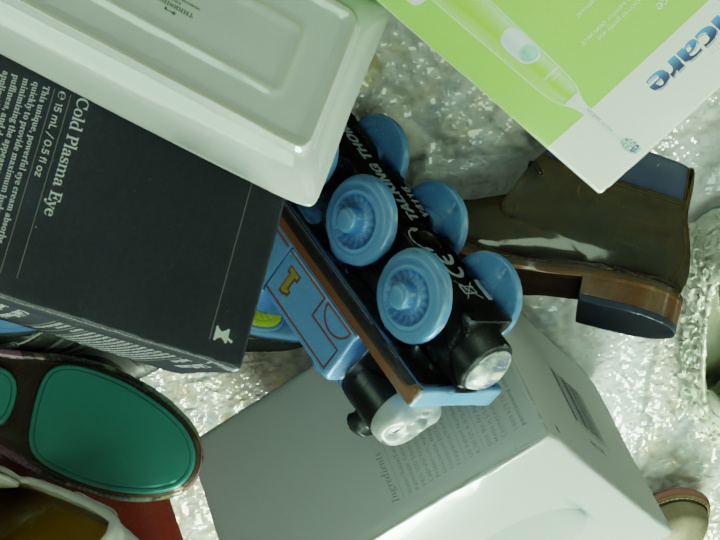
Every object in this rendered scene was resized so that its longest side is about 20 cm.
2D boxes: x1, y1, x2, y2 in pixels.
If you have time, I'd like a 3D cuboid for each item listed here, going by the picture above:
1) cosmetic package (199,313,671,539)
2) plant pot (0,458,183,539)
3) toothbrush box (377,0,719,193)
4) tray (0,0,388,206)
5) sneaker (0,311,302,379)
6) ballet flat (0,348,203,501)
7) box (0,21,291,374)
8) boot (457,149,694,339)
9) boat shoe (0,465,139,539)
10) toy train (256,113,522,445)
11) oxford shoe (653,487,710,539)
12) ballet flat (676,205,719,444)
[{"bbox_3d":[0.043,0.129,0.948,0.199,0.123,0.199,-34,144,13],"label":"cosmetic package"},{"bbox_3d":[-0.172,0.203,0.934,0.199,0.196,0.202,-11,138,-10],"label":"plant pot"},{"bbox_3d":[0.093,-0.157,0.755,0.200,0.086,0.146,37,112,-26],"label":"toothbrush box"},{"bbox_3d":[-0.083,-0.117,0.706,0.199,0.022,0.108,26,75,-21],"label":"tray"},{"bbox_3d":[-0.120,0.024,0.916,0.198,0.071,0.083,-2,144,-11],"label":"sneaker"},{"bbox_3d":[-0.182,0.078,0.882,0.198,0.070,0.071,15,167,-6],"label":"ballet flat"},{"bbox_3d":[-0.128,-0.071,0.751,0.181,0.104,0.202,19,80,-22],"label":"box"},{"bbox_3d":[0.094,-0.036,0.916,0.198,0.098,0.075,19,166,3],"label":"boot"},{"bbox_3d":[-0.193,0.127,0.838,0.199,0.071,0.070,15,141,34],"label":"boat shoe"},{"bbox_3d":[0.000,0.000,0.839,0.086,0.200,0.115,1,134,-48],"label":"toy train"},{"bbox_3d":[0.183,0.235,1.113,0.070,0.075,0.201,18,120,-22],"label":"oxford shoe"},{"bbox_3d":[0.231,0.052,0.996,0.071,0.072,0.201,-15,128,1],"label":"ballet flat"}]
